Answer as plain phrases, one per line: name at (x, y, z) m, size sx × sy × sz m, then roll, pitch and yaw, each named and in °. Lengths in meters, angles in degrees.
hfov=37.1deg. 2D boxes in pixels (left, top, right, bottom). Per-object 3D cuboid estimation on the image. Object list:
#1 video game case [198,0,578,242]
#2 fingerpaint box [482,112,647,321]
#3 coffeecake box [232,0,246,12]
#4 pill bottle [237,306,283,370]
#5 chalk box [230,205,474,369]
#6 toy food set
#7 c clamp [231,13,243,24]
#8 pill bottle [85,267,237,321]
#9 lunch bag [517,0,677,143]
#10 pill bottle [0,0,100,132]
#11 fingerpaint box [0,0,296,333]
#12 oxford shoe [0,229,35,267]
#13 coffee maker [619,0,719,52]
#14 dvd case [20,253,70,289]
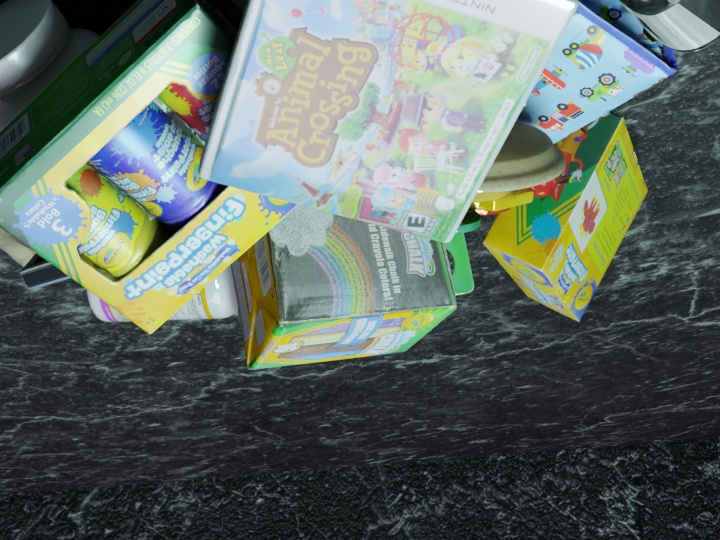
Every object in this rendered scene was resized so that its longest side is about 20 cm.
video game case at (0.009, -0.111, 0.656) m, size 0.179 × 0.022 × 0.201 m, roll 14°, pitch 134°, yaw -13°
fingerpaint box at (0.215, -0.058, 1.101) m, size 0.073 × 0.169 × 0.200 m, roll 27°, pitch 176°, yaw 27°
coffeecake box at (0.015, -0.186, 0.734) m, size 0.151 × 0.074 × 0.200 m, roll -3°, pitch 155°, yaw 28°
pill bottle at (-0.027, 0.026, 1.140) m, size 0.198 × 0.113 × 0.112 m, roll -25°, pitch 172°, yaw -32°
chalk box at (0.000, 0.000, 0.920) m, size 0.197 × 0.126 × 0.124 m, roll -3°, pitch 160°, yaw -22°
toy food set at (0.061, -0.085, 0.843) m, size 0.196 × 0.049 × 0.199 m, roll -15°, pitch -153°, yaw -37°
c clamp at (-0.052, -0.137, 0.862) m, size 0.170 × 0.027 × 0.202 m, roll -29°, pitch 139°, yaw -28°
pill bottle at (-0.195, 0.002, 1.183) m, size 0.196 × 0.106 × 0.104 m, roll -2°, pitch 161°, yaw 5°
lunch bag at (0.122, -0.192, 0.841) m, size 0.198 × 0.096 × 0.150 m, roll 16°, pitch 154°, yaw -29°
pill bottle at (-0.214, -0.109, 0.828) m, size 0.111 × 0.114 × 0.201 m, roll -15°, pitch 135°, yaw 20°
fingerpaint box at (-0.138, -0.077, 0.750) m, size 0.199 × 0.074 × 0.167 m, roll -39°, pitch 131°, yaw 9°
oxford shoe at (-0.350, -0.044, 1.120) m, size 0.073 × 0.072 × 0.200 m, roll 19°, pitch 159°, yaw 1°
coffee maker at (0.195, -0.239, 0.647) m, size 0.198 × 0.137 × 0.191 m, roll 10°, pitch 153°, yaw -42°
dvd case at (-0.213, -0.052, 1.029) m, size 0.197 × 0.151 × 0.025 m, roll -15°, pitch 117°, yaw 20°
